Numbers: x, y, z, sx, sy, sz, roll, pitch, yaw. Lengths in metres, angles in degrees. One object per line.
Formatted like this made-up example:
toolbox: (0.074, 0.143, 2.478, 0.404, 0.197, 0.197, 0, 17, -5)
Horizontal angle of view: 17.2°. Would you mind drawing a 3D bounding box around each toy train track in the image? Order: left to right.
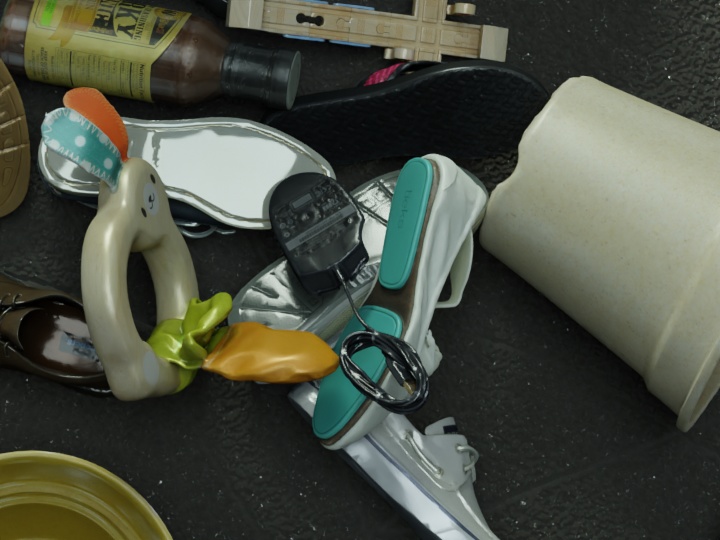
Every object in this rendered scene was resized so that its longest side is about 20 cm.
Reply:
toy train track: (0.009, -0.164, 1.612, 0.198, 0.033, 0.116, 5, 92, -17)

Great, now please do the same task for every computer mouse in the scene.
computer mouse: (-0.005, 0.015, 1.509, 0.058, 0.034, 0.201, -28, 56, 2)

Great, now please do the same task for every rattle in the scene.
rattle: (-0.109, -0.024, 1.493, 0.142, 0.130, 0.202, -7, 89, 39)

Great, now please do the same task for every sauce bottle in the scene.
sauce bottle: (-0.139, -0.144, 1.588, 0.198, 0.065, 0.065, 10, 79, 5)

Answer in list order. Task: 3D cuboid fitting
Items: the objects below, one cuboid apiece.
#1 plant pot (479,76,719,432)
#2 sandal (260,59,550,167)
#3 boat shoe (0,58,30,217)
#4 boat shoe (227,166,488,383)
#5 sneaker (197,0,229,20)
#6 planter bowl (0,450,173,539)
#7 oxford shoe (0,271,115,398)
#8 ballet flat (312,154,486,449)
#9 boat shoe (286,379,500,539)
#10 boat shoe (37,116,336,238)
plant pot: (0.186, -0.028, 1.560, 0.183, 0.201, 0.201, 31, 78, 12)
sandal: (0.030, -0.111, 1.607, 0.198, 0.076, 0.045, -7, 37, 7)
boat shoe: (-0.273, -0.133, 1.583, 0.073, 0.069, 0.201, -20, 105, -11)
boat shoe: (0.000, 0.002, 1.595, 0.202, 0.065, 0.074, -38, 62, -16)
sneaker: (-0.112, -0.211, 1.618, 0.199, 0.060, 0.105, -28, 80, -15)
planter bowl: (-0.208, 0.220, 1.519, 0.199, 0.083, 0.202, 1, 80, -4)
oxford shoe: (-0.238, 0.030, 1.552, 0.198, 0.084, 0.073, 10, 80, -2)
ballet flat: (0.033, 0.027, 1.533, 0.069, 0.069, 0.201, 20, 89, -1)
boat shoe: (0.044, 0.128, 1.570, 0.200, 0.071, 0.070, 44, 82, 10)
boat shoe: (-0.116, -0.061, 1.590, 0.198, 0.062, 0.076, 2, 81, -4)
